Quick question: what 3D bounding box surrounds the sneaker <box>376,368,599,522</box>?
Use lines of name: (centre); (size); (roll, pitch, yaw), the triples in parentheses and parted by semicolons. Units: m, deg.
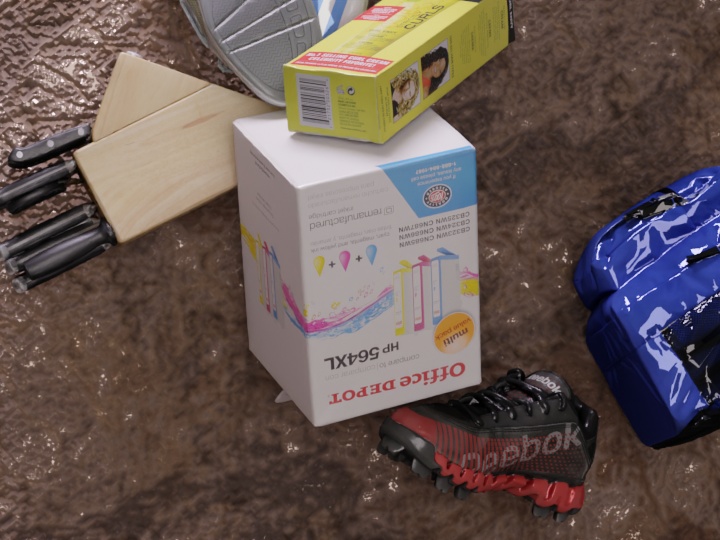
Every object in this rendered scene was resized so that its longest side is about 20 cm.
sneaker: (0.092, 0.107, 1.612); (0.200, 0.071, 0.098); (16, 101, -45)

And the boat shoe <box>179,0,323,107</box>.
boat shoe: (-0.089, -0.191, 1.612); (0.074, 0.065, 0.202); (-33, 73, -13)

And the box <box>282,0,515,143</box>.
box: (0.029, -0.145, 1.589); (0.075, 0.200, 0.050); (10, 120, 29)

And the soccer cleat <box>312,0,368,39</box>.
soccer cleat: (-0.031, -0.230, 1.657); (0.086, 0.070, 0.201); (-16, 96, -18)

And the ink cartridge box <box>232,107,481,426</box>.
ink cartridge box: (0.000, 0.000, 1.584); (0.128, 0.125, 0.201); (-13, 118, -18)

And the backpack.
backpack: (0.260, 0.010, 1.639); (0.200, 0.163, 0.168); (-28, 89, -7)

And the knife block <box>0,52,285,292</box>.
knife block: (-0.148, -0.050, 1.625); (0.199, 0.064, 0.176); (18, 87, -8)
